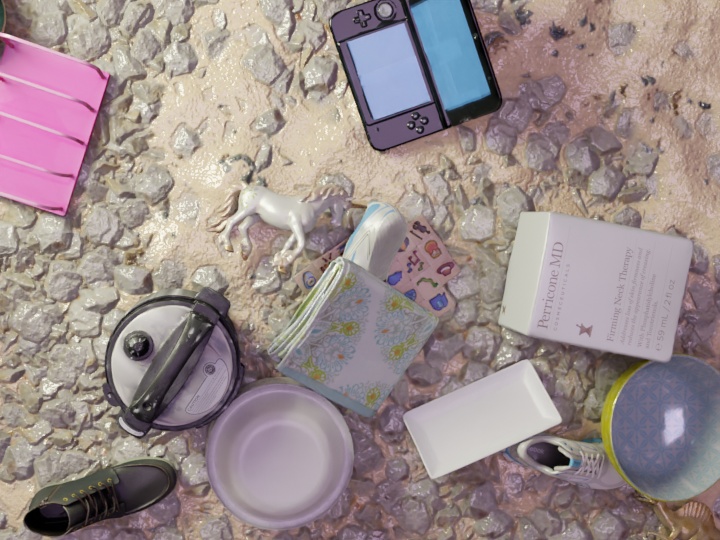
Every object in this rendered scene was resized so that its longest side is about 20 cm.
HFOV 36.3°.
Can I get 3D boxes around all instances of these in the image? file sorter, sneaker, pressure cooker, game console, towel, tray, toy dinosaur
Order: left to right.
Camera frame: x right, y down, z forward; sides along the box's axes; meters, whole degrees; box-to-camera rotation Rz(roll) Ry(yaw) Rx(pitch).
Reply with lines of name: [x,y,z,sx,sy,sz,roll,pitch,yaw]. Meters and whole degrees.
file sorter: [-0.423,-0.186,1.406,0.138,0.125,0.201,18,91,-8]
sneaker: [-0.340,0.306,1.451,0.199,0.106,0.075,-16,95,-6]
pressure cooker: [-0.240,0.116,1.407,0.178,0.200,0.177,-10,93,-7]
towel: [-0.007,0.092,1.469,0.200,0.048,0.171,33,98,-35]
sneaker: [0.000,0.000,1.499,0.072,0.072,0.201,19,104,-35]
game console: [0.070,-0.279,1.465,0.172,0.119,0.201,-20,95,-6]
tray: [0.169,0.209,1.532,0.199,0.022,0.108,-23,61,-5]
sneaker: [0.299,0.269,1.538,0.199,0.087,0.075,12,90,-9]
toy dinosaur: [0.481,0.384,1.579,0.199,0.058,0.101,25,89,-8]

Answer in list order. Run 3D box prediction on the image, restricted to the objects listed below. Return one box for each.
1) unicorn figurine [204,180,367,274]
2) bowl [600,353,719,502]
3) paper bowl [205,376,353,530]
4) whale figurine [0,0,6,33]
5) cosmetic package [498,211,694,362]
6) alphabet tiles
unicorn figurine: [-0.099,-0.068,1.475,0.199,0.074,0.138,22,79,-2]
bowl: [0.411,0.211,1.532,0.199,0.108,0.201,0,91,-15]
paper bowl: [-0.108,0.249,1.479,0.200,0.104,0.202,-1,94,-7]
whale figurine: [-0.537,-0.362,1.394,0.159,0.104,0.201,-23,95,-5]
cosmetic package: [0.312,0.019,1.486,0.199,0.166,0.168,11,92,-6]
alphabet tiles: [0.034,0.019,1.532,0.200,0.008,0.167,-36,96,-4]
